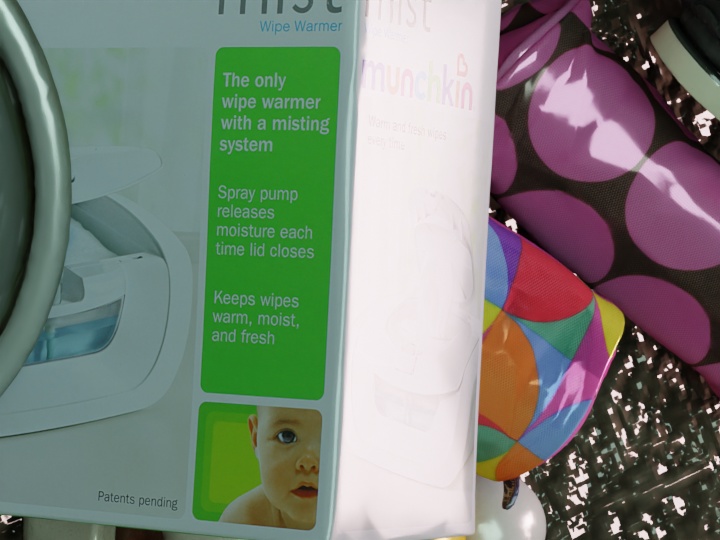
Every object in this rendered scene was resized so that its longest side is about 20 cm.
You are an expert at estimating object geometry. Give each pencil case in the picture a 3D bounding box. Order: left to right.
[{"bbox_3d":[0.000,0.000,0.964,0.200,0.088,0.089,36,79,-19],"label":"pencil case"},{"bbox_3d":[0.115,-0.023,1.032,0.200,0.091,0.094,43,36,-17],"label":"pencil case"}]

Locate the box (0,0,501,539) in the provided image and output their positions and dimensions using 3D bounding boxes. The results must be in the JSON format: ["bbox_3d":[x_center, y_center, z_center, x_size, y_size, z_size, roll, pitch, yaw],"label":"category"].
[{"bbox_3d":[-0.065,-0.011,0.843,0.097,0.199,0.178,3,90,-60],"label":"box"}]

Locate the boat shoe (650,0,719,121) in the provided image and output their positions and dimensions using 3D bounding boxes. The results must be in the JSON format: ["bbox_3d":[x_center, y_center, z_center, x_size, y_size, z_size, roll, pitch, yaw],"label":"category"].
[{"bbox_3d":[0.187,-0.058,1.018,0.063,0.074,0.201,-44,139,14],"label":"boat shoe"}]

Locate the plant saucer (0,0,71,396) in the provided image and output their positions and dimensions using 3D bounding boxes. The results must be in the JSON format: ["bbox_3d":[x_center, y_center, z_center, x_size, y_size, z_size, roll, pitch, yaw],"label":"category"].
[{"bbox_3d":[-0.178,-0.032,0.801,0.199,0.050,0.201,2,104,8],"label":"plant saucer"}]

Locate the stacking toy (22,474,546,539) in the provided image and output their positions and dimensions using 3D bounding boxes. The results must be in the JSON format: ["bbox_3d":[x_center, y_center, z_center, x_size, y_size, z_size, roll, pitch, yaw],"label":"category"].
[{"bbox_3d":[-0.010,0.095,0.986,0.199,0.146,0.147,-3,92,-36],"label":"stacking toy"}]
